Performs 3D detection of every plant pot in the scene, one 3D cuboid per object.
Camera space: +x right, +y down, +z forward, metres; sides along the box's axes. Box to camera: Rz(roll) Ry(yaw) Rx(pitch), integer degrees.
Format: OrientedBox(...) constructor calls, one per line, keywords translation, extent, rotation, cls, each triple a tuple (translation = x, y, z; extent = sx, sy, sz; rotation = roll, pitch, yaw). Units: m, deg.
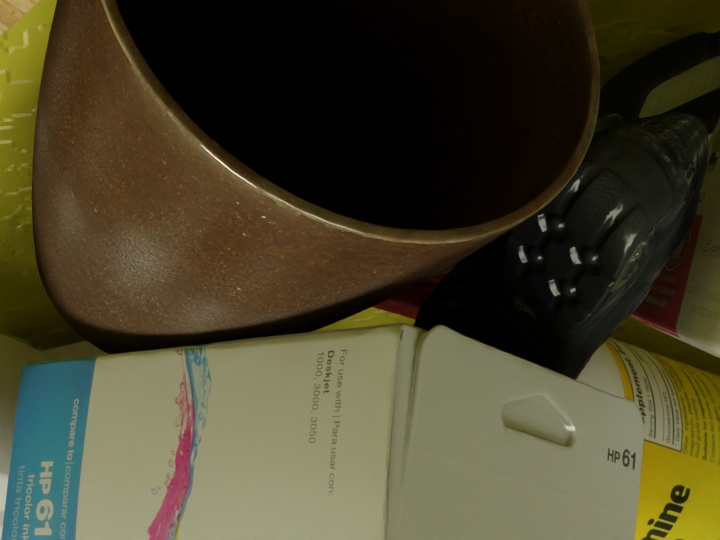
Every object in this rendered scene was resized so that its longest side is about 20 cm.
OrientedBox(translation=(-0.045, -0.047, 0.708), extent=(0.187, 0.187, 0.200), rotation=(10, 148, -26), cls="plant pot")

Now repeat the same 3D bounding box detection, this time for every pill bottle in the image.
OrientedBox(translation=(0.116, 0.090, 0.934), extent=(0.200, 0.112, 0.112), rotation=(19, 127, -33), cls="pill bottle")

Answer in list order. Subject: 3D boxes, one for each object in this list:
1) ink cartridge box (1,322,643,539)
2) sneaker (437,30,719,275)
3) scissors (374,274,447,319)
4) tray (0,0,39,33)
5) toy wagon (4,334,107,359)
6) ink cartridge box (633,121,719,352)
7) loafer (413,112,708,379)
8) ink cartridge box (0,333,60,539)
OrientedBox(translation=(-0.015, 0.081, 0.722), extent=(0.200, 0.085, 0.144), rotation=(-9, 160, 41), cls="ink cartridge box")
OrientedBox(translation=(0.095, -0.018, 0.840), extent=(0.200, 0.076, 0.115), rotation=(-20, 136, 1), cls="sneaker")
OrientedBox(translation=(0.000, 0.000, 0.867), extent=(0.200, 0.073, 0.014), rotation=(15, 145, 2), cls="scissors")
OrientedBox(translation=(-0.177, -0.162, 0.583), extent=(0.037, 0.099, 0.200), rotation=(-38, 134, 21), cls="tray")
OrientedBox(translation=(-0.111, 0.076, 0.903), extent=(0.155, 0.040, 0.200), rotation=(22, 126, -35), cls="toy wagon")
OrientedBox(translation=(0.191, -0.052, 0.708), extent=(0.083, 0.147, 0.200), rotation=(24, 92, -6), cls="ink cartridge box")
OrientedBox(translation=(0.077, 0.005, 0.749), extent=(0.070, 0.068, 0.201), rotation=(-36, 169, -30), cls="loafer")
OrientedBox(translation=(-0.164, 0.108, 0.828), extent=(0.200, 0.083, 0.147), rotation=(28, 121, -37), cls="ink cartridge box")
